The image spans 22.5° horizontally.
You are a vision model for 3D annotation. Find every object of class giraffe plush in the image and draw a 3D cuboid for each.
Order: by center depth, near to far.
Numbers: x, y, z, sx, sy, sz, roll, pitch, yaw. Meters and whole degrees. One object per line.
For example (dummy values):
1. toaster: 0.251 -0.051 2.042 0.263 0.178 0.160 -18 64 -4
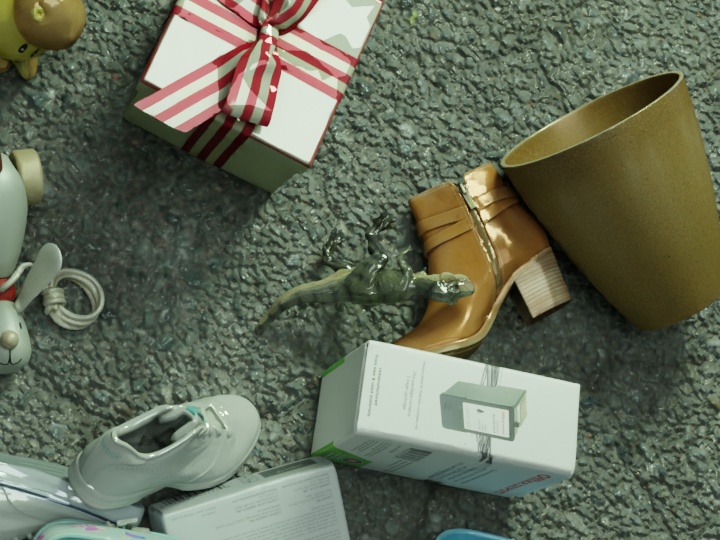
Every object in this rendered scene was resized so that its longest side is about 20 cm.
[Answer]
1. giraffe plush: -0.283 -0.255 1.549 0.172 0.199 0.163 20 76 -37

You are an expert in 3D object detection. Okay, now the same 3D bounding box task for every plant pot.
1. plant pot: 0.257 -0.054 1.676 0.186 0.186 0.201 -33 101 -21

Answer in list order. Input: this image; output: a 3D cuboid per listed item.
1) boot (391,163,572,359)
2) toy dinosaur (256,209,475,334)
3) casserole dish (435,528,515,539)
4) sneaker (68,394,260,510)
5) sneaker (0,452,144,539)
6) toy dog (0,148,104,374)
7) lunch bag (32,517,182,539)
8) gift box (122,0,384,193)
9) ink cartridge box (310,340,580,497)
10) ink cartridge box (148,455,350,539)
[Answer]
1. boot: 0.079 0.001 1.660 0.199 0.074 0.155 -25 78 -20
2. toy dinosaur: 0.000 0.000 1.617 0.198 0.048 0.089 -8 60 10
3. casserole dish: 0.142 0.294 1.587 0.198 0.039 0.122 15 36 -5
4. sneaker: -0.146 0.138 1.507 0.199 0.089 0.075 -20 64 -47
5. sneaker: -0.282 0.195 1.502 0.198 0.073 0.071 16 92 -9
6. toy dog: -0.302 -0.024 1.524 0.131 0.096 0.201 -28 86 -21
7. lunch bag: -0.209 0.300 1.463 0.159 0.077 0.202 11 92 -9
8. gift box: -0.111 -0.183 1.567 0.199 0.187 0.186 21 78 -12
9. ink cartridge box: 0.073 0.133 1.578 0.198 0.145 0.085 13 72 -15
10. ink cartridge box: -0.083 0.278 1.560 0.161 0.057 0.202 -14 102 -20
